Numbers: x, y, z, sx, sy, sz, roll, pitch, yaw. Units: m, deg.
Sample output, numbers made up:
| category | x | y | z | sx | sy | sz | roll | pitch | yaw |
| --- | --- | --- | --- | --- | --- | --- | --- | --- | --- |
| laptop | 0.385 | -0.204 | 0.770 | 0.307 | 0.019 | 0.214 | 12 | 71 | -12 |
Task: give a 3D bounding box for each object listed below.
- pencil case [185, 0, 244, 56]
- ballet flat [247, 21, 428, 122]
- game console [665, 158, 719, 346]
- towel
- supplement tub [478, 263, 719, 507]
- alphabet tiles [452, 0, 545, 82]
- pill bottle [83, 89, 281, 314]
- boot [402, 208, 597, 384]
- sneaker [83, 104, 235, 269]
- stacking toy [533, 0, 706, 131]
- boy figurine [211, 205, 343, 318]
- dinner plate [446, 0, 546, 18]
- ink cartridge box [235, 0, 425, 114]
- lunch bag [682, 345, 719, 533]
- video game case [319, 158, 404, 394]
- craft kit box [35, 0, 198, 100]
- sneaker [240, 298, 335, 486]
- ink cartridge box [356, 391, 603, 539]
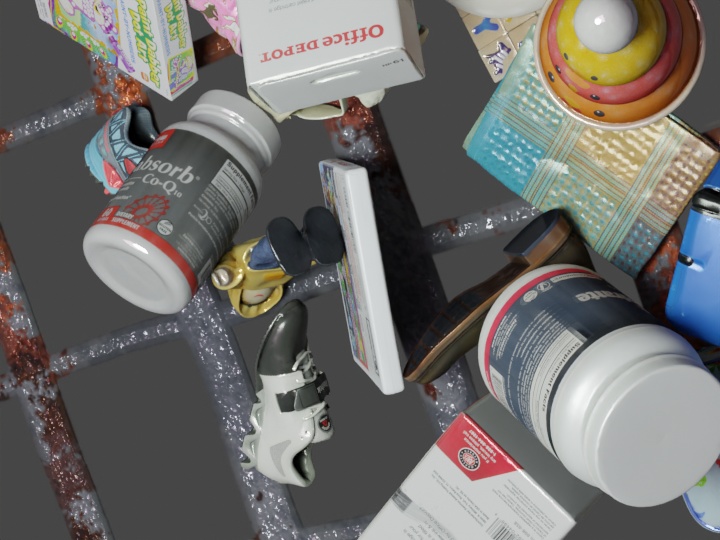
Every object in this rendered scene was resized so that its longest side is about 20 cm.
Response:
| category | x | y | z | sx | sy | sz | roll | pitch | yaw |
| --- | --- | --- | --- | --- | --- | --- | --- | --- | --- |
| pencil case | -0.155 | -0.288 | 1.567 | 0.200 | 0.086 | 0.083 | 39 | 99 | 17 |
| ballet flat | -0.013 | -0.179 | 1.531 | 0.199 | 0.069 | 0.070 | -11 | 97 | 33 |
| game console | 0.370 | -0.014 | 1.318 | 0.199 | 0.118 | 0.172 | 21 | 113 | 25 |
| towel | 0.200 | -0.106 | 1.440 | 0.200 | 0.022 | 0.147 | 37 | 119 | 12 |
| supplement tub | 0.196 | 0.091 | 1.346 | 0.200 | 0.140 | 0.141 | -136 | 52 | -57 |
| alphabet tiles | 0.169 | -0.234 | 1.440 | 0.167 | 0.008 | 0.201 | -29 | 87 | 31 |
| pill bottle | -0.164 | -0.068 | 1.548 | 0.115 | 0.200 | 0.116 | 24 | 150 | 15 |
| boot | 0.134 | 0.049 | 1.445 | 0.200 | 0.075 | 0.097 | -45 | 104 | -1 |
| sneaker | -0.193 | -0.086 | 1.639 | 0.200 | 0.079 | 0.096 | 44 | 117 | 13 |
| stacking toy | 0.197 | -0.191 | 1.304 | 0.145 | 0.200 | 0.147 | 0 | 90 | 15 |
| boy figurine | -0.089 | -0.003 | 1.563 | 0.200 | 0.124 | 0.065 | -36 | 73 | 62 |
| dinner plate | 0.118 | -0.322 | 1.432 | 0.199 | 0.024 | 0.201 | 6 | 101 | 31 |
| ink cartridge box | -0.033 | -0.254 | 1.446 | 0.144 | 0.085 | 0.201 | -12 | 73 | 13 |
| lunch bag | 0.356 | 0.131 | 1.377 | 0.199 | 0.082 | 0.162 | -20 | 90 | 31 |
| video game case | 0.000 | 0.000 | 1.507 | 0.023 | 0.182 | 0.201 | -11 | 98 | -7 |
| craft kit box | -0.248 | -0.286 | 1.574 | 0.197 | 0.049 | 0.201 | 30 | 148 | 25 |
| sneaker | -0.058 | 0.124 | 1.620 | 0.088 | 0.074 | 0.201 | 22 | 121 | 23 |
| ink cartridge box | 0.107 | 0.237 | 1.543 | 0.144 | 0.084 | 0.200 | 44 | 118 | 13 |
